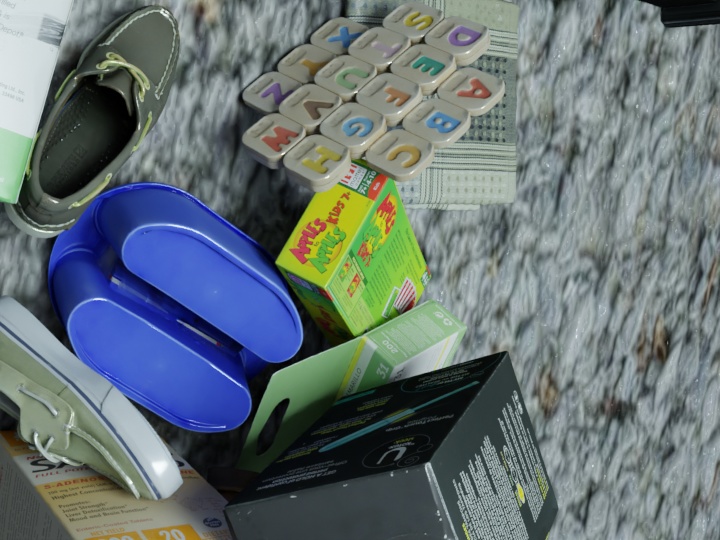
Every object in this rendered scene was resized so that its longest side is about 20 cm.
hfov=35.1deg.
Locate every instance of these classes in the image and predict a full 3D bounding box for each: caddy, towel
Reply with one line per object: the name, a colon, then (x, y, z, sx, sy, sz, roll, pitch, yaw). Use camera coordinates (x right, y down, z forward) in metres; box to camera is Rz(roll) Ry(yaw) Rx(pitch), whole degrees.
caddy: (-0.137, 0.025, 0.851, 0.199, 0.105, 0.142, 37, 94, -28)
towel: (0.064, -0.152, 1.026, 0.197, 0.034, 0.197, -2, 94, -34)

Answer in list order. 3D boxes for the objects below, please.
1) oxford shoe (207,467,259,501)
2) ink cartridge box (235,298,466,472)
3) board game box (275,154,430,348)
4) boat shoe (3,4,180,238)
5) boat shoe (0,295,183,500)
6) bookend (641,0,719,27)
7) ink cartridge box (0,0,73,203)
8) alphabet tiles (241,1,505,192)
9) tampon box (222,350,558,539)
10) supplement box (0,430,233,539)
oxford shoe: (-0.042, 0.212, 0.887, 0.198, 0.071, 0.073, 23, 66, -34)
ink cartridge box: (-0.009, 0.115, 0.925, 0.199, 0.048, 0.147, -24, 145, -47)
board game box: (0.000, 0.000, 0.919, 0.103, 0.047, 0.200, -60, 158, -15)
boat shoe: (-0.180, -0.114, 0.809, 0.072, 0.060, 0.204, 35, 63, -18)
boat shoe: (-0.203, 0.097, 0.772, 0.062, 0.199, 0.073, -42, 153, -24)
bookend: (0.291, -0.363, 1.123, 0.197, 0.092, 0.203, 6, 93, -36)
ink cartridge box: (-0.274, -0.162, 0.736, 0.144, 0.083, 0.204, 19, 85, -36)
alphabet tiles: (0.005, -0.140, 0.879, 0.200, 0.194, 0.015, -42, 139, -21)
tampon box: (0.031, 0.160, 0.760, 0.200, 0.148, 0.128, -35, 106, -64)
supplement box: (-0.168, 0.177, 0.783, 0.124, 0.199, 0.075, 1, 106, -37)
